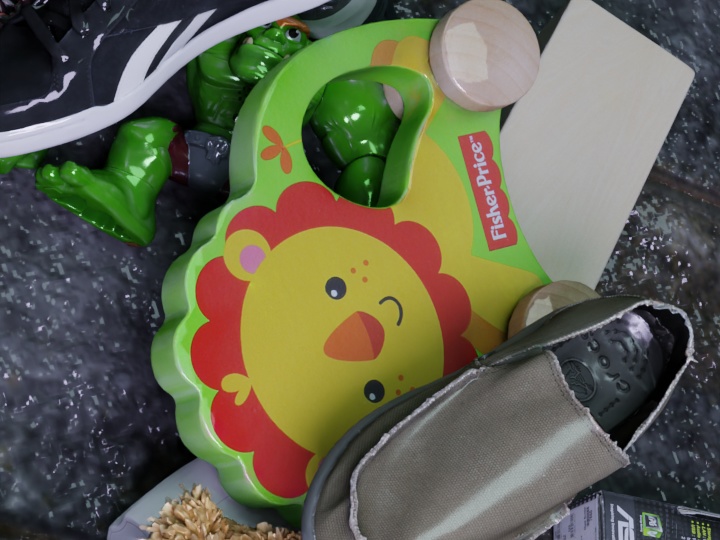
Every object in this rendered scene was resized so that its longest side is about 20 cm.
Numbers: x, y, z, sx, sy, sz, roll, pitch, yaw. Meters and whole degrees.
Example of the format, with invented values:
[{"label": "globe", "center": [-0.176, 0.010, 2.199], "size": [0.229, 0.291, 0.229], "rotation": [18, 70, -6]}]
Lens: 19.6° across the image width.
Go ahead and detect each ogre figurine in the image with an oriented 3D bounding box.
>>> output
[{"label": "ogre figurine", "center": [-0.062, -0.061, 0.929], "size": [0.200, 0.098, 0.120], "rotation": [19, 72, 13]}]

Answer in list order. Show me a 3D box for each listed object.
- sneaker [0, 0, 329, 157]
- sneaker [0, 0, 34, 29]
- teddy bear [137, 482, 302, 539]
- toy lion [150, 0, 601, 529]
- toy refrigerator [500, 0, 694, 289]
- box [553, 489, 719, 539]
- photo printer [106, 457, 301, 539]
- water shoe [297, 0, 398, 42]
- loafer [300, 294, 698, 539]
[{"label": "sneaker", "center": [-0.096, -0.136, 0.852], "size": [0.200, 0.112, 0.073], "rotation": [-31, 46, -16]}, {"label": "sneaker", "center": [-0.143, -0.155, 0.904], "size": [0.076, 0.116, 0.200], "rotation": [40, 56, -9]}, {"label": "teddy bear", "center": [-0.002, 0.150, 0.796], "size": [0.200, 0.067, 0.145], "rotation": [34, 62, -17]}, {"label": "toy lion", "center": [0.000, 0.000, 0.865], "size": [0.192, 0.069, 0.200], "rotation": [-13, 87, -28]}, {"label": "toy refrigerator", "center": [0.085, -0.033, 1.014], "size": [0.076, 0.070, 0.200], "rotation": [32, 57, -6]}, {"label": "box", "center": [0.183, 0.216, 0.979], "size": [0.193, 0.048, 0.200], "rotation": [14, 63, -27]}, {"label": "photo printer", "center": [-0.008, 0.161, 0.878], "size": [0.166, 0.069, 0.200], "rotation": [-18, 79, -34]}, {"label": "water shoe", "center": [-0.047, -0.179, 1.007], "size": [0.071, 0.079, 0.200], "rotation": [-30, 63, 7]}, {"label": "loafer", "center": [0.057, 0.061, 0.787], "size": [0.200, 0.070, 0.075], "rotation": [-39, 92, -38]}]
